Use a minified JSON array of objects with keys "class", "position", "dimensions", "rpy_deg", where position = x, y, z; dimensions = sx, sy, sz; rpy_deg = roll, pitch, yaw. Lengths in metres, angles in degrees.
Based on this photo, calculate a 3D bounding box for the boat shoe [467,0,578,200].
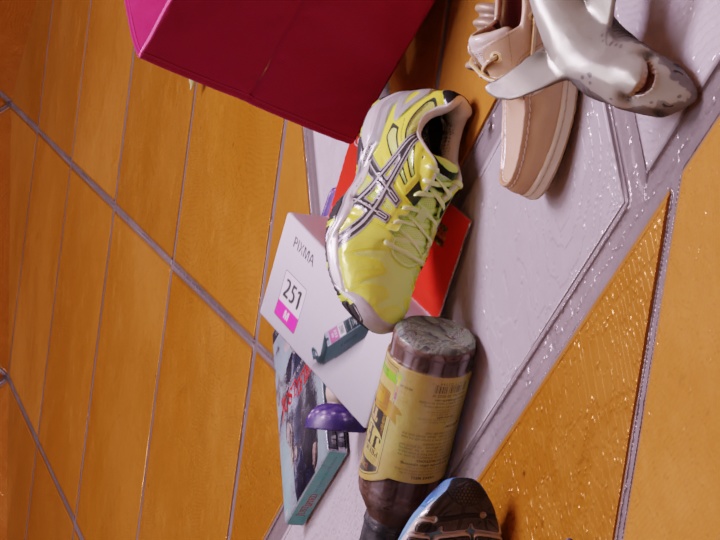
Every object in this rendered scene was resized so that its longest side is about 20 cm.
[{"class":"boat shoe","position":[0.103,-0.148,1.392],"dimensions":[0.074,0.069,0.200],"rpy_deg":[-163,79,-73]}]

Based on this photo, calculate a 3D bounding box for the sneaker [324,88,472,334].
[{"class":"sneaker","position":[0.030,-0.050,1.552],"dimensions":[0.076,0.075,0.200],"rpy_deg":[-17,54,45]}]

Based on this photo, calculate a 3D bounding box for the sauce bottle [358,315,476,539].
[{"class":"sauce bottle","position":[0.033,0.132,1.546],"dimensions":[0.065,0.065,0.200],"rpy_deg":[-117,37,-62]}]

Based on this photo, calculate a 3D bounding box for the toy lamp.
[{"class":"toy lamp","position":[-0.015,0.032,1.759],"dimensions":[0.058,0.058,0.200],"rpy_deg":[175,101,-73]}]

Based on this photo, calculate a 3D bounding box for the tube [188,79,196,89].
[{"class":"tube","position":[-0.177,-0.278,2.443],"dimensions":[0.058,0.052,0.200],"rpy_deg":[-46,-1,-21]}]

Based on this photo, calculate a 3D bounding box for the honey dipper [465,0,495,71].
[{"class":"honey dipper","position":[0.109,-0.235,1.477],"dimensions":[0.038,0.038,0.200],"rpy_deg":[-160,81,-73]}]

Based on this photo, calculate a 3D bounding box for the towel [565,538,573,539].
[{"class":"towel","position":[0.112,0.284,1.300],"dimensions":[0.147,0.024,0.200],"rpy_deg":[120,151,-53]}]

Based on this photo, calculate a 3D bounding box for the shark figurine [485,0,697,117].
[{"class":"shark figurine","position":[0.139,-0.174,1.283],"dimensions":[0.128,0.089,0.215],"rpy_deg":[-21,68,34]}]

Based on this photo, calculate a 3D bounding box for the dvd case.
[{"class":"dvd case","position":[-0.047,0.107,1.904],"dimensions":[0.146,0.022,0.200],"rpy_deg":[119,153,-54]}]

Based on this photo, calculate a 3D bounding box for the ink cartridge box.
[{"class":"ink cartridge box","position":[0.000,0.000,1.646],"dimensions":[0.200,0.043,0.174],"rpy_deg":[44,125,52]}]

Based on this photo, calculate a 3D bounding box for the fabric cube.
[{"class":"fabric cube","position":[-0.057,-0.256,1.680],"dimensions":[0.200,0.200,0.196],"rpy_deg":[-59,25,22]}]

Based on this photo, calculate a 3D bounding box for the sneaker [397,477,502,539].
[{"class":"sneaker","position":[0.040,0.210,1.478],"dimensions":[0.090,0.078,0.200],"rpy_deg":[-98,21,-48]}]
